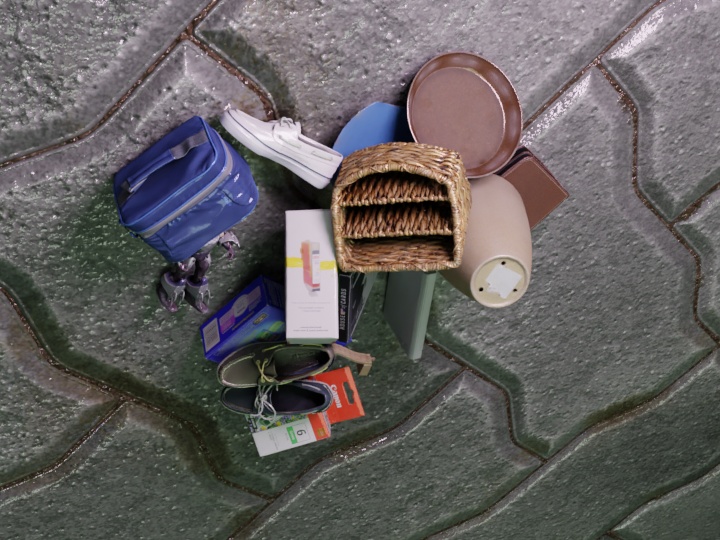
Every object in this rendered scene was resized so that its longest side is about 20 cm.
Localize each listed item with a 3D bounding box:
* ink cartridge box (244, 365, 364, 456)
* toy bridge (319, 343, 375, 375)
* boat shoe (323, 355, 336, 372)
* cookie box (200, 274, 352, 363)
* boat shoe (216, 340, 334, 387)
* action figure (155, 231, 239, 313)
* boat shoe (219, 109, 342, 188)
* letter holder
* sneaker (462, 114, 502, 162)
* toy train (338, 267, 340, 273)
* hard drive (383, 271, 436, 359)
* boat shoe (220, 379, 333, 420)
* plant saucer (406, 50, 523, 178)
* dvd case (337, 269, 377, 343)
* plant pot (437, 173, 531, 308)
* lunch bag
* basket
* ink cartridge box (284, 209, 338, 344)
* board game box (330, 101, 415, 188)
[{"bbox_3d":[-0.101,0.250,1.833,0.199,0.050,0.109,-16,108,5],"label":"ink cartridge box"},{"bbox_3d":[-0.068,0.152,1.778,0.199,0.027,0.067,2,138,-20],"label":"toy bridge"},{"bbox_3d":[-0.117,0.224,1.908,0.200,0.093,0.075,-38,136,9],"label":"boat shoe"},{"bbox_3d":[-0.146,0.110,1.782,0.171,0.075,0.200,-39,136,27],"label":"cookie box"},{"bbox_3d":[-0.142,0.154,1.705,0.201,0.060,0.072,-13,100,-4],"label":"boat shoe"},{"bbox_3d":[-0.257,-0.020,1.628,0.130,0.069,0.200,-10,140,-37],"label":"action figure"},{"bbox_3d":[-0.115,-0.199,1.537,0.200,0.074,0.067,28,108,-33],"label":"boat shoe"},{"bbox_3d":[0.230,-0.123,1.771,0.200,0.101,0.142,-43,132,14],"label":"letter holder"},{"bbox_3d":[0.157,-0.187,1.672,0.200,0.079,0.095,-40,155,-17],"label":"sneaker"},{"bbox_3d":[-0.031,0.023,1.811,0.056,0.042,0.200,-6,132,-9],"label":"toy train"},{"bbox_3d":[0.085,0.041,1.819,0.026,0.132,0.200,-10,133,-20],"label":"hard drive"},{"bbox_3d":[-0.147,0.220,1.766,0.199,0.075,0.062,5,178,7],"label":"boat shoe"},{"bbox_3d":[0.159,-0.240,1.600,0.200,0.201,0.034,-8,176,-21],"label":"plant saucer"},{"bbox_3d":[0.000,0.000,1.710,0.025,0.200,0.151,12,132,10],"label":"dvd case"},{"bbox_3d":[0.198,-0.032,1.629,0.187,0.200,0.188,-4,119,-7],"label":"plant pot"},{"bbox_3d":[-0.266,-0.119,1.491,0.200,0.136,0.132,-35,136,8],"label":"lunch bag"},{"bbox_3d":[0.057,-0.096,1.533,0.199,0.149,0.143,0,137,19],"label":"basket"},{"bbox_3d":[-0.078,0.013,1.627,0.083,0.201,0.145,0,173,-2],"label":"ink cartridge box"},{"bbox_3d":[0.032,-0.200,1.644,0.200,0.039,0.158,5,122,-37],"label":"board game box"}]
